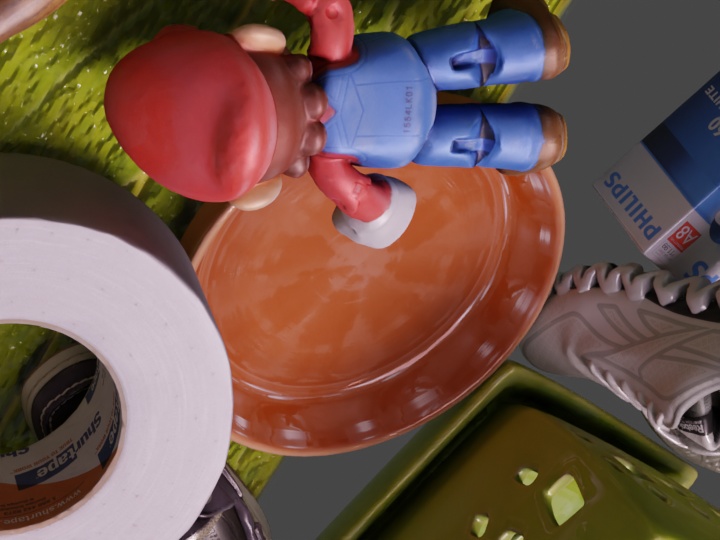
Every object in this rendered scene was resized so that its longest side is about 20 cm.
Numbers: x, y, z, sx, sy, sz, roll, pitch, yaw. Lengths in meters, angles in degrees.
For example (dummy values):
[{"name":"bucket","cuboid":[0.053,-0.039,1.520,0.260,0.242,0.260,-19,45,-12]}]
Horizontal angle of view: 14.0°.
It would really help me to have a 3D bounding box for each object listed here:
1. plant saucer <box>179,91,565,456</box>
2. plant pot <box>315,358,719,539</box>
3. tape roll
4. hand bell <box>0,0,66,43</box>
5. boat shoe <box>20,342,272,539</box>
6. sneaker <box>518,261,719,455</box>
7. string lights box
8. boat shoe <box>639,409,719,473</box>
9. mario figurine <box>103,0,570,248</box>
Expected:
[{"name":"plant saucer","cuboid":[0.000,0.000,1.361,0.200,0.032,0.200,-17,133,-18]},{"name":"plant pot","cuboid":[0.096,0.169,1.451,0.199,0.182,0.200,-48,134,13]},{"name":"tape roll","cuboid":[-0.157,0.053,1.256,0.200,0.066,0.200,-6,118,-12]},{"name":"hand bell","cuboid":[-0.168,-0.081,1.165,0.200,0.104,0.104,-45,138,-15]},{"name":"boat shoe","cuboid":[-0.090,0.108,1.375,0.072,0.065,0.200,-32,135,0]},{"name":"sneaker","cuboid":[0.147,0.044,1.378,0.075,0.200,0.081,32,68,-39]},{"name":"string lights box","cuboid":[0.221,-0.069,1.410,0.200,0.059,0.103,-43,136,9]},{"name":"boat shoe","cuboid":[0.208,0.067,1.514,0.200,0.062,0.075,24,131,-38]},{"name":"mario figurine","cuboid":[-0.017,-0.080,1.250,0.200,0.124,0.106,-4,160,-25]}]
